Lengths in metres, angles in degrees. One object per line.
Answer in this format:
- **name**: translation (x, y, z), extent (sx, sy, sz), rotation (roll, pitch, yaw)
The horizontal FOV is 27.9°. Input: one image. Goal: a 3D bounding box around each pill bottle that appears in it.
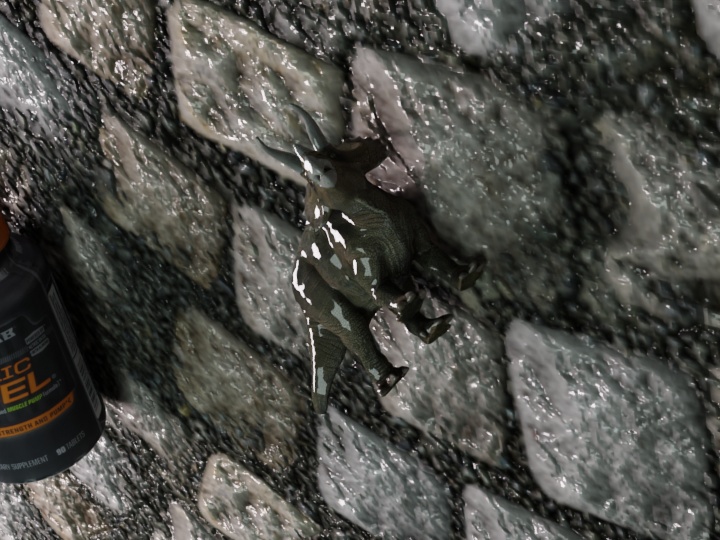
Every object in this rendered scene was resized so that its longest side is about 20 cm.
- **pill bottle**: translation (-0.260, 0.047, 1.038), extent (0.106, 0.106, 0.201), rotation (16, 134, 36)

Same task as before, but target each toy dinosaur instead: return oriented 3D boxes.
- **toy dinosaur**: translation (0.000, 0.000, 0.768), extent (0.102, 0.077, 0.201), rotation (46, 152, 22)
